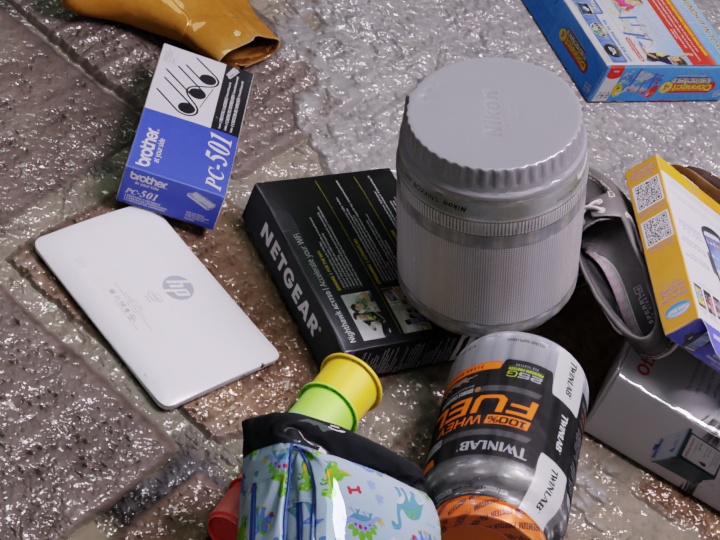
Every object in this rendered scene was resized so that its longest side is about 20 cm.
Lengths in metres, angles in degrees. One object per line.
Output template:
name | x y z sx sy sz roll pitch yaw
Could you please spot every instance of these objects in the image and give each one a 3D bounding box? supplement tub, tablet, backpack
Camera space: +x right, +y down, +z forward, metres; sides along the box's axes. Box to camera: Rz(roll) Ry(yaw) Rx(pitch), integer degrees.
supplement tub | 0.115 0.156 1.311 0.122 0.123 0.201 23 42 -4
tablet | -0.173 0.025 1.381 0.130 0.014 0.200 -22 61 -40
backpack | -0.017 0.219 1.169 0.163 0.153 0.201 30 64 -33

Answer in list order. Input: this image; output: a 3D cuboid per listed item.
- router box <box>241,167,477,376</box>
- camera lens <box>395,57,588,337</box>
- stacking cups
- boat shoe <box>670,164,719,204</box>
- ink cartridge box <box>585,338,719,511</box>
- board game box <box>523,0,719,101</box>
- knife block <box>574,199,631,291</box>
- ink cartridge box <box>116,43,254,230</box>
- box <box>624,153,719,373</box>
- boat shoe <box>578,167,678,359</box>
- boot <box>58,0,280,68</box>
router box | 0.000 0.000 1.460 0.148 0.051 0.201 -8 53 -31
camera lens | 0.109 -0.056 1.365 0.159 0.201 0.161 -1 45 1
stacking cups | -0.053 0.150 1.291 0.060 0.061 0.200 32 47 7
boat shoe | 0.379 -0.049 1.658 0.070 0.071 0.200 17 24 -30
ink cartridge box | 0.321 0.126 1.469 0.199 0.086 0.147 30 42 7
board game box | 0.311 -0.284 1.894 0.195 0.056 0.201 -3 50 -29
knife block | 0.217 -0.021 1.568 0.200 0.174 0.064 -25 100 -73
ink cartridge box | -0.160 -0.127 1.507 0.093 0.044 0.201 17 40 -9
box | 0.295 0.008 1.419 0.119 0.041 0.201 31 42 -40
boat shoe | 0.222 -0.015 1.427 0.057 0.067 0.201 27 35 -61
boot | -0.183 -0.252 1.606 0.200 0.071 0.144 -15 53 -42
